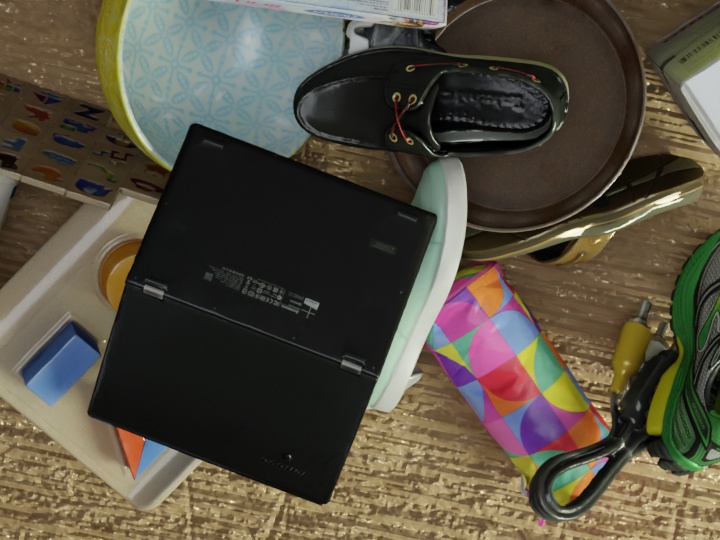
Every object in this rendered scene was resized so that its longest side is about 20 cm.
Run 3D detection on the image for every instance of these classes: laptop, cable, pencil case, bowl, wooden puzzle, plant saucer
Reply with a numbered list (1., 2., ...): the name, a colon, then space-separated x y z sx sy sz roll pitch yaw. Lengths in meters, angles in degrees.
1. laptop: -0.071 0.032 1.613 0.187 0.116 0.200 21 71 0
2. cable: 0.195 0.121 1.691 0.097 0.050 0.200 47 66 -18
3. pencil case: 0.118 0.091 1.713 0.088 0.088 0.200 -32 95 6
4. bowl: -0.120 -0.170 1.653 0.200 0.108 0.201 -11 109 -36
5. wooden puzzle: -0.167 0.060 1.670 0.185 0.046 0.200 -45 109 5
6. plant saucer: 0.114 -0.126 1.678 0.200 0.034 0.201 -1 85 17

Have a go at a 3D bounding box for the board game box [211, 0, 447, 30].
1. board game box: -0.030 -0.278 1.575 0.200 0.041 0.200 6 88 -20

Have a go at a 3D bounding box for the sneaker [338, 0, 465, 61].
1. sneaker: 0.049 -0.233 1.659 0.090 0.066 0.200 12 92 14

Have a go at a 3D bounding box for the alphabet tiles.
1. alphabet tiles: -0.228 -0.096 1.652 0.200 0.167 0.008 18 114 -2

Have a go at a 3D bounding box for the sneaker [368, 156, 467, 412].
1. sneaker: 0.000 0.000 1.638 0.118 0.074 0.201 16 108 -13

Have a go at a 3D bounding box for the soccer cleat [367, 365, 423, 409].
1. soccer cleat: -0.016 0.009 1.715 0.077 0.069 0.200 -21 105 0

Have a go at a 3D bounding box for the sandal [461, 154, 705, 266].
1. sandal: 0.163 -0.036 1.703 0.200 0.080 0.054 -14 122 -1

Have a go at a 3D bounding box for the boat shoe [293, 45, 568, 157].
1. boat shoe: 0.047 -0.118 1.618 0.201 0.063 0.074 1 108 11

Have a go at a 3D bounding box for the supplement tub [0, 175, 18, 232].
1. supplement tub: -0.346 -0.015 1.678 0.144 0.144 0.200 20 99 -2

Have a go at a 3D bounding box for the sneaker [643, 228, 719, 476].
1. sneaker: 0.276 0.055 1.670 0.078 0.085 0.200 28 63 -27

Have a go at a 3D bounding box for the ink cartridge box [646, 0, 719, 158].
1. ink cartridge box: 0.293 -0.151 1.609 0.146 0.200 0.086 -33 98 7
